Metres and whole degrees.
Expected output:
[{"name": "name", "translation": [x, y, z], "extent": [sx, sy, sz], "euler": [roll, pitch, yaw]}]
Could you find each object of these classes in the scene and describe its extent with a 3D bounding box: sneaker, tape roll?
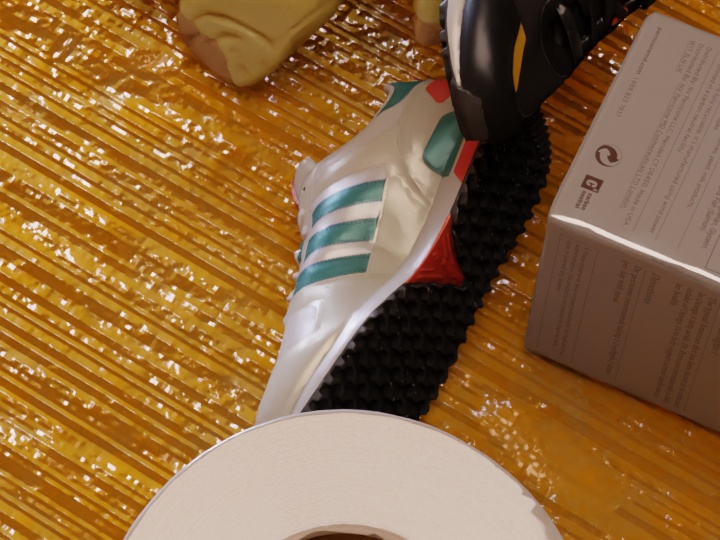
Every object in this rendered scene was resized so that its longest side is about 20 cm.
[{"name": "sneaker", "translation": [0.000, -0.001, 1.092], "extent": [0.093, 0.070, 0.201], "euler": [18, 69, 38]}, {"name": "tape roll", "translation": [-0.006, 0.156, 0.986], "extent": [0.201, 0.037, 0.205], "euler": [1, 77, -4]}, {"name": "sneaker", "translation": [0.097, -0.131, 1.060], "extent": [0.089, 0.070, 0.201], "euler": [3, 44, 22]}]

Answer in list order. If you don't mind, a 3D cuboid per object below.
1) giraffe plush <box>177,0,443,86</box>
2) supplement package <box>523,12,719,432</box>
[{"name": "giraffe plush", "translation": [-0.005, -0.199, 1.147], "extent": [0.199, 0.174, 0.162], "euler": [0, 32, 30]}, {"name": "supplement package", "translation": [0.185, 0.000, 1.057], "extent": [0.199, 0.117, 0.118], "euler": [23, 61, 10]}]
